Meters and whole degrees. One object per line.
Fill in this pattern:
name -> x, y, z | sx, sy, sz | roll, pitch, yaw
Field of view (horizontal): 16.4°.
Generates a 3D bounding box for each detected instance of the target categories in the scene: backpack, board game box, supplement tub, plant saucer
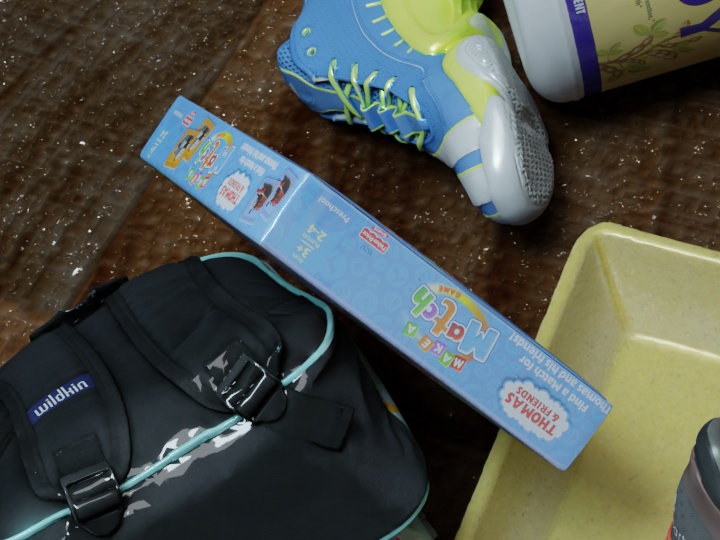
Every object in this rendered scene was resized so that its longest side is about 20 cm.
backpack -> -0.072, 0.083, 0.979 | 0.175, 0.154, 0.200 | -35, 27, -7
board game box -> 0.000, 0.000, 0.983 | 0.037, 0.151, 0.200 | -54, 20, -2
supplement tub -> 0.156, -0.169, 1.126 | 0.199, 0.146, 0.146 | -16, 51, 3
plant saucer -> 0.152, 0.094, 0.978 | 0.199, 0.049, 0.201 | 15, 58, 17

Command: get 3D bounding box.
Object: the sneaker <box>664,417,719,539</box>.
sneaker -> 0.206, 0.093, 0.882 | 0.199, 0.082, 0.077 | 5, 31, 9

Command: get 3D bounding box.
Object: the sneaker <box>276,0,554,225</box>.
sneaker -> 0.022, -0.080, 1.152 | 0.105, 0.076, 0.201 | -25, 43, 11
